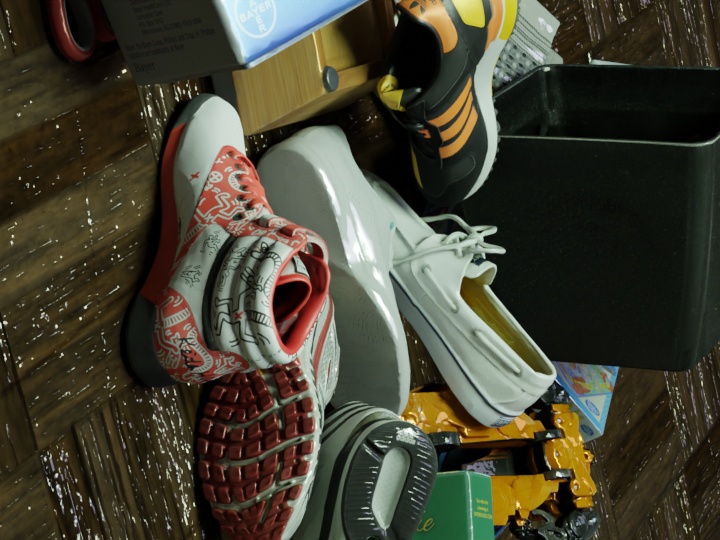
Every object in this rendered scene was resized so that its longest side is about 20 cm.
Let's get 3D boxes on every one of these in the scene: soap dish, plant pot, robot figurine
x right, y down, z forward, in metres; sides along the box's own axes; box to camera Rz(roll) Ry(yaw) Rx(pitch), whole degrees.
[{"bbox_3d":[-0.043,-0.196,1.569,0.157,0.081,0.201,-24,105,-64],"label":"soap dish"},{"bbox_3d":[0.188,-0.037,1.742,0.200,0.199,0.178,-37,126,-57],"label":"plant pot"},{"bbox_3d":[0.086,0.134,1.693,0.200,0.058,0.145,4,69,-46],"label":"robot figurine"}]

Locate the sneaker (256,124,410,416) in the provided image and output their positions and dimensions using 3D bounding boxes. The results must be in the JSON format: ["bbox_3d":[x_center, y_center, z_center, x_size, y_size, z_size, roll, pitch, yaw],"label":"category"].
[{"bbox_3d":[0.000,0.000,1.604,0.088,0.075,0.200,-36,114,-56],"label":"sneaker"}]

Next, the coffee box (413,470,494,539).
[{"bbox_3d":[0.028,0.230,1.549,0.044,0.123,0.201,17,66,-61],"label":"coffee box"}]

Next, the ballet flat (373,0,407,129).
[{"bbox_3d":[0.001,-0.185,1.676,0.067,0.068,0.200,-14,83,-49],"label":"ballet flat"}]

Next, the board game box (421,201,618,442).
[{"bbox_3d":[0.120,0.018,1.825,0.200,0.034,0.135,49,34,-20],"label":"board game box"}]

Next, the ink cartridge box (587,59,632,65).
[{"bbox_3d":[0.232,-0.070,1.968,0.145,0.145,0.200,-58,161,16],"label":"ink cartridge box"}]

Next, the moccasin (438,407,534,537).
[{"bbox_3d":[0.111,0.139,1.809,0.200,0.068,0.081,-44,123,-59],"label":"moccasin"}]

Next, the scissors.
[{"bbox_3d":[-0.183,-0.206,1.362,0.200,0.014,0.073,66,31,-28],"label":"scissors"}]

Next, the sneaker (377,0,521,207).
[{"bbox_3d":[0.042,-0.114,1.588,0.090,0.070,0.200,-28,145,-32],"label":"sneaker"}]

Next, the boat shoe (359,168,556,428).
[{"bbox_3d":[0.065,0.002,1.651,0.202,0.086,0.075,57,30,10],"label":"boat shoe"}]

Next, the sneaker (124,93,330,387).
[{"bbox_3d":[-0.065,-0.023,1.441,0.067,0.108,0.202,54,37,-45],"label":"sneaker"}]

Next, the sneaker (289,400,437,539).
[{"bbox_3d":[-0.020,0.175,1.518,0.076,0.115,0.201,21,94,-22],"label":"sneaker"}]

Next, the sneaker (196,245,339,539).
[{"bbox_3d":[-0.044,0.078,1.493,0.082,0.078,0.200,49,42,-53],"label":"sneaker"}]

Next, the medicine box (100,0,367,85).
[{"bbox_3d":[-0.072,-0.233,1.395,0.182,0.103,0.200,-34,109,-38],"label":"medicine box"}]

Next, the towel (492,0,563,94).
[{"bbox_3d":[0.081,-0.162,1.817,0.200,0.034,0.193,46,41,-28],"label":"towel"}]
